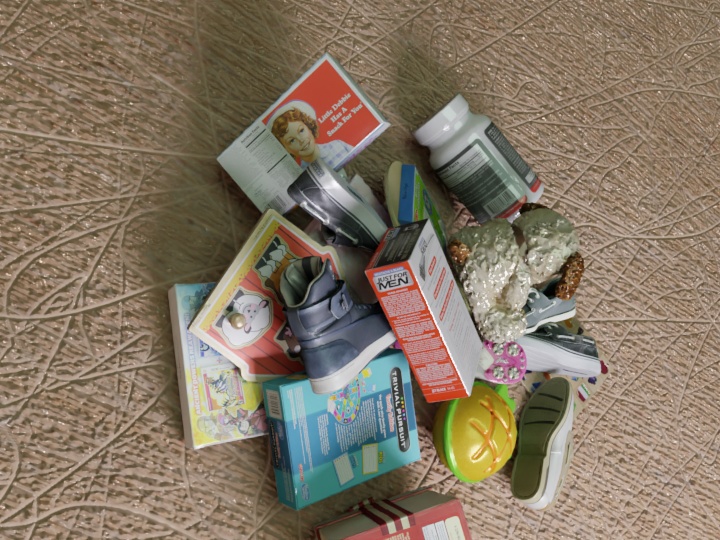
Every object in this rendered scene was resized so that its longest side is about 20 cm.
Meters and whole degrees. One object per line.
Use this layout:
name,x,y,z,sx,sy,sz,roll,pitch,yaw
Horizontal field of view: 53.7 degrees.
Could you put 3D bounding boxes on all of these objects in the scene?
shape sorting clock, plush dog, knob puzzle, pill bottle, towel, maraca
shape sorting clock,0.082,-0.061,1.022,0.200,0.039,0.200,52,29,-45
plush dog,0.214,-0.026,0.981,0.171,0.161,0.200,-21,54,6
knob puzzle,-0.084,0.053,0.881,0.219,0.030,0.220,-4,98,-31
pill bottle,0.181,-0.168,1.105,0.200,0.116,0.116,49,61,-8
towel,0.000,0.000,0.981,0.200,0.032,0.191,52,57,-24
maraca,0.173,0.225,1.011,0.200,0.107,0.138,0,89,-51

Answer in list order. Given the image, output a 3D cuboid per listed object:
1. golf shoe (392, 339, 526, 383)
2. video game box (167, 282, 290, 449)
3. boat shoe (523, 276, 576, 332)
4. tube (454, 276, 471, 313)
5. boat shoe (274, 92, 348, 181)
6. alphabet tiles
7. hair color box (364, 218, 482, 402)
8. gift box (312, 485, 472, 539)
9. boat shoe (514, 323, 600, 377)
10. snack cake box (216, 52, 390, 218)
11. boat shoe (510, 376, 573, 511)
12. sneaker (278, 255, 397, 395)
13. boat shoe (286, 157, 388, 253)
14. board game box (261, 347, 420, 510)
golf shoe,0.135,0.124,1.029,0.199,0.092,0.076,16,78,-10
video game box,-0.142,0.112,0.910,0.182,0.047,0.201,-3,78,-31
boat shoe,0.260,0.051,1.097,0.200,0.073,0.062,-10,109,-35
tube,0.174,0.031,1.092,0.200,0.058,0.052,-19,120,-24
boat shoe,-0.050,-0.163,1.012,0.086,0.075,0.202,-25,92,-29
alphabet tiles,0.312,0.135,1.155,0.167,0.008,0.200,-41,96,-28
hair color box,0.084,0.051,0.888,0.200,0.064,0.111,66,28,-22
gift box,0.061,0.372,0.862,0.199,0.187,0.185,-10,79,-13
boat shoe,0.295,0.118,1.116,0.200,0.072,0.071,18,60,-32
snack cake box,-0.074,-0.169,0.930,0.200,0.067,0.115,-40,91,13
boat shoe,0.283,0.262,1.077,0.068,0.075,0.200,40,64,-33
sneaker,-0.018,0.037,0.867,0.202,0.077,0.147,-39,109,-54
boat shoe,-0.019,-0.062,0.911,0.200,0.068,0.072,39,15,-48
board game box,-0.020,0.194,0.906,0.200,0.047,0.151,-10,95,-37
